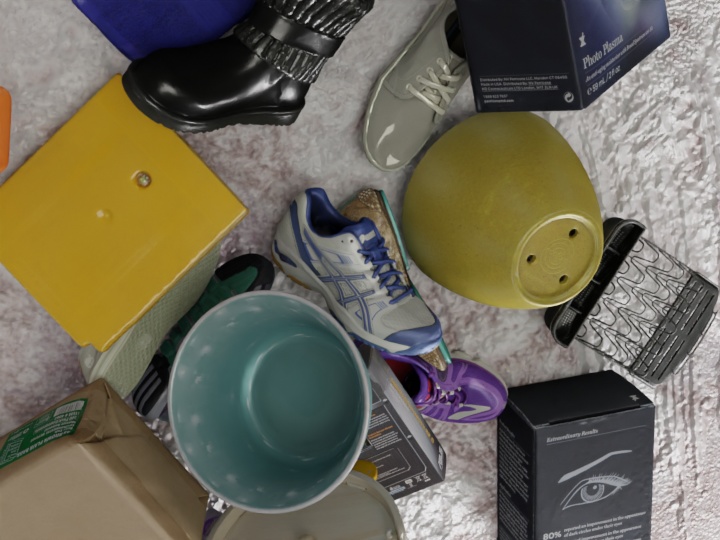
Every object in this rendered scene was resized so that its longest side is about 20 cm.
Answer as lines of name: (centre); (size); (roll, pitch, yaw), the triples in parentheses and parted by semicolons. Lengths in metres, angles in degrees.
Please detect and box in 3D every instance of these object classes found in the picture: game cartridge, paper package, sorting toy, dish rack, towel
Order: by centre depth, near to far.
towel: (-0.148, -0.269, 1.235); (0.200, 0.050, 0.148); (-38, 142, 4)
game cartridge: (-0.232, -0.049, 1.281); (0.200, 0.032, 0.176); (-43, 91, 1)
paper package: (-0.274, 0.232, 1.322); (0.199, 0.104, 0.191); (-28, 117, 20)
sorting toy: (-0.035, 0.293, 1.401); (0.198, 0.107, 0.181); (-7, 129, 9)
dish rack: (0.306, 0.042, 1.519); (0.199, 0.055, 0.154); (30, 97, -26)

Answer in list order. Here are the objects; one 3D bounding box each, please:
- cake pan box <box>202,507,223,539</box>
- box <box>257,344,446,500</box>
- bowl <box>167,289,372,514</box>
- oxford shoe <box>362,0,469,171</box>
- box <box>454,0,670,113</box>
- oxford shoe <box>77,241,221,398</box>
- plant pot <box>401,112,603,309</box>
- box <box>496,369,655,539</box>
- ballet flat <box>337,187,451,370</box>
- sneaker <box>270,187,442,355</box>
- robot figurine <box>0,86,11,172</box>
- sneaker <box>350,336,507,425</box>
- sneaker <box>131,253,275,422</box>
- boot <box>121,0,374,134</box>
cake pan box: (-0.171, 0.368, 1.421); (0.200, 0.052, 0.185); (-42, 131, -23)
box: (-0.036, 0.179, 1.410); (0.199, 0.048, 0.159); (-26, 116, 18)
bowl: (-0.069, 0.119, 1.299); (0.199, 0.105, 0.203); (0, 89, 20)
oxford shoe: (0.068, -0.185, 1.349); (0.075, 0.058, 0.201); (29, 99, -28)
box: (0.183, -0.273, 1.281); (0.200, 0.123, 0.200); (-40, 123, -44)
oxford shoe: (-0.207, 0.032, 1.337); (0.201, 0.058, 0.075); (-55, 144, -2)
plant pot: (0.160, -0.040, 1.374); (0.199, 0.142, 0.201); (-12, 121, -21)
box: (0.235, 0.226, 1.529); (0.147, 0.104, 0.202); (-7, 110, -16)
ballet flat: (0.028, 0.017, 1.403); (0.065, 0.071, 0.201); (-23, 97, 1)
sneaker: (0.000, 0.000, 1.325); (0.075, 0.199, 0.088); (-34, 154, -51)
robot figurine: (-0.374, -0.128, 1.190); (0.143, 0.117, 0.202); (-2, 109, -19)
sneaker: (0.069, 0.124, 1.449); (0.199, 0.083, 0.081); (17, 102, -24)
sneaker: (-0.138, 0.072, 1.377); (0.087, 0.075, 0.200); (32, 106, -39)
boot: (-0.098, -0.206, 1.226); (0.210, 0.080, 0.158); (-11, 147, -47)
